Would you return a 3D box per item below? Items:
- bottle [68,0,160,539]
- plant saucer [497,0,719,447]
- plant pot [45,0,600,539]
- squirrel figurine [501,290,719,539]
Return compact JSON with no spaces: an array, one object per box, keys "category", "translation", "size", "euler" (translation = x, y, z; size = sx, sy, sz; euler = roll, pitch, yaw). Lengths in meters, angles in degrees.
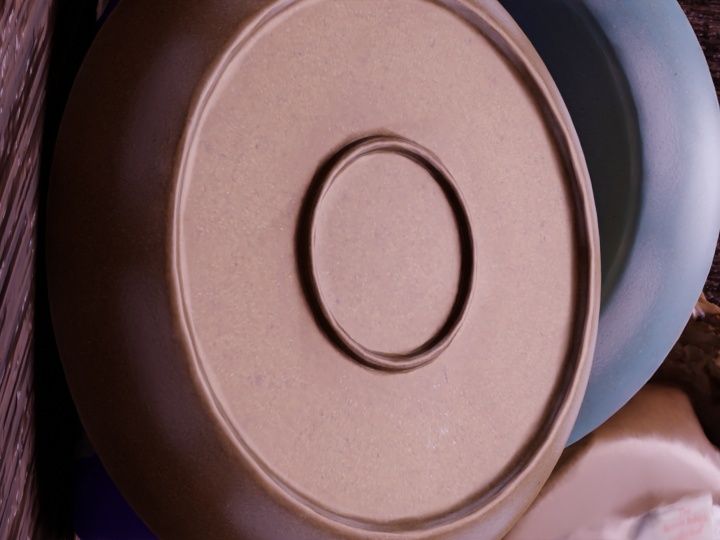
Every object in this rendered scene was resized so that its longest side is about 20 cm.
[{"category":"bottle","translation":[-0.047,-0.018,0.792],"size":[0.084,0.065,0.200],"euler":[93,-1,-81]},{"category":"plant saucer","translation":[0.014,-0.031,0.866],"size":[0.027,0.200,0.200],"euler":[-5,97,-73]},{"category":"plant pot","translation":[0.002,-0.004,0.761],"size":[0.027,0.200,0.200],"euler":[-5,-99,48]},{"category":"squirrel figurine","translation":[0.071,0.080,1.022],"size":[0.200,0.142,0.187],"euler":[-51,-152,-19]}]
